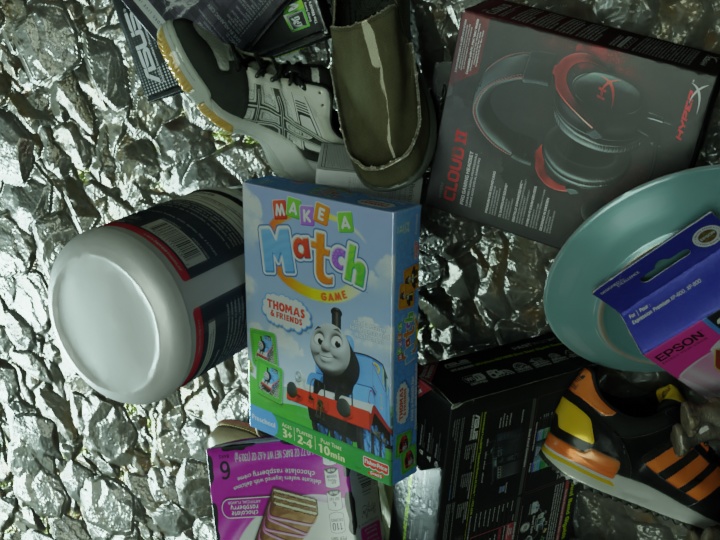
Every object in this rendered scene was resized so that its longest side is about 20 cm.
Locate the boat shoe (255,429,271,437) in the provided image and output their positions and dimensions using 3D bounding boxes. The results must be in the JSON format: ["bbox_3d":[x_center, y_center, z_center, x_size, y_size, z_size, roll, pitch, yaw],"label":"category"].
[{"bbox_3d":[0.000,0.131,0.877,0.198,0.065,0.073,-3,106,28],"label":"boat shoe"}]

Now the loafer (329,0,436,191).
[{"bbox_3d":[0.004,-0.154,0.721,0.074,0.070,0.202,-16,70,20],"label":"loafer"}]

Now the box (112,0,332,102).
[{"bbox_3d":[-0.126,-0.261,0.812,0.191,0.047,0.202,-12,102,27],"label":"box"}]

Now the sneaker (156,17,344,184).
[{"bbox_3d":[-0.067,-0.141,0.773,0.087,0.076,0.200,-36,133,19],"label":"sneaker"}]

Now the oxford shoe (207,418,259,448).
[{"bbox_3d":[-0.088,0.211,0.926,0.199,0.074,0.071,33,133,33],"label":"oxford shoe"}]

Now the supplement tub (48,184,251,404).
[{"bbox_3d":[-0.141,0.011,0.822,0.139,0.200,0.142,11,112,28],"label":"supplement tub"}]

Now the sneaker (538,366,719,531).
[{"bbox_3d":[0.237,0.135,0.738,0.198,0.070,0.091,19,96,-5],"label":"sneaker"}]

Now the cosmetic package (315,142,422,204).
[{"bbox_3d":[0.000,0.000,0.807,0.081,0.051,0.202,6,123,0],"label":"cosmetic package"}]

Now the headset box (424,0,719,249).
[{"bbox_3d":[0.141,-0.100,0.716,0.198,0.075,0.150,21,117,19],"label":"headset box"}]

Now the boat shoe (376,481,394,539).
[{"bbox_3d":[0.042,0.214,0.877,0.075,0.068,0.201,63,152,31],"label":"boat shoe"}]

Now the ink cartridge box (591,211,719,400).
[{"bbox_3d":[0.253,0.042,0.668,0.199,0.037,0.094,32,125,-30],"label":"ink cartridge box"}]

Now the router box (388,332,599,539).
[{"bbox_3d":[0.102,0.160,0.783,0.062,0.148,0.202,34,125,50],"label":"router box"}]

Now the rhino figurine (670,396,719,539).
[{"bbox_3d":[0.271,0.178,0.680,0.086,0.060,0.203,-10,95,0],"label":"rhino figurine"}]

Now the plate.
[{"bbox_3d":[0.224,0.012,0.675,0.197,0.026,0.201,-4,136,-4],"label":"plate"}]

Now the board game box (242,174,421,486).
[{"bbox_3d":[-0.024,0.040,0.740,0.150,0.036,0.203,14,111,39],"label":"board game box"}]

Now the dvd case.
[{"bbox_3d":[-0.110,-0.256,0.770,0.149,0.016,0.200,49,121,2],"label":"dvd case"}]

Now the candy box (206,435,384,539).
[{"bbox_3d":[-0.049,0.239,0.830,0.135,0.061,0.203,-10,85,24],"label":"candy box"}]
